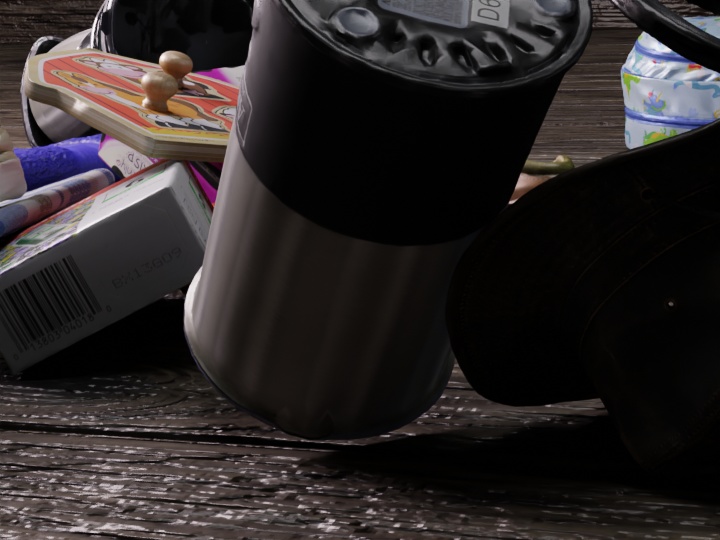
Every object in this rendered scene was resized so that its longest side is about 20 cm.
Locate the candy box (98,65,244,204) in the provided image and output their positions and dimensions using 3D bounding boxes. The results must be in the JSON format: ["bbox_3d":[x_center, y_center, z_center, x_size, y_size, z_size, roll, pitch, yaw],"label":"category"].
[{"bbox_3d":[-0.048,-0.075,1.049,0.200,0.061,0.136,-14,44,-41],"label":"candy box"}]

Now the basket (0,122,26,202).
[{"bbox_3d":[-0.312,-0.064,0.901,0.199,0.124,0.135,-15,8,29],"label":"basket"}]

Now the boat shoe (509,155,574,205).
[{"bbox_3d":[0.055,-0.036,0.798,0.072,0.068,0.200,-11,15,-27],"label":"boat shoe"}]

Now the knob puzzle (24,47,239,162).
[{"bbox_3d":[-0.103,-0.105,0.933,0.219,0.031,0.220,14,15,-4],"label":"knob puzzle"}]

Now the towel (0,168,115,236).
[{"bbox_3d":[-0.233,-0.018,0.939,0.146,0.024,0.200,-18,8,12],"label":"towel"}]

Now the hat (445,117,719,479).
[{"bbox_3d":[0.136,0.025,0.580,0.200,0.201,0.081,-6,55,-14],"label":"hat"}]

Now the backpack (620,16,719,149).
[{"bbox_3d":[0.295,-0.129,1.216,0.199,0.154,0.163,-11,13,30],"label":"backpack"}]

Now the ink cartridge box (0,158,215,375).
[{"bbox_3d":[-0.130,-0.015,0.842,0.109,0.050,0.200,-27,12,2],"label":"ink cartridge box"}]

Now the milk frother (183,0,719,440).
[{"bbox_3d":[0.052,-0.039,0.625,0.199,0.188,0.181,25,46,7],"label":"milk frother"}]

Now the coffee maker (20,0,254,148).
[{"bbox_3d":[-0.155,-0.162,1.316,0.192,0.135,0.200,-19,1,-34],"label":"coffee maker"}]

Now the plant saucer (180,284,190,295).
[{"bbox_3d":[0.000,0.000,0.881,0.199,0.032,0.200,-3,12,1],"label":"plant saucer"}]

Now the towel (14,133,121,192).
[{"bbox_3d":[-0.239,-0.067,1.130,0.147,0.050,0.200,-14,1,43],"label":"towel"}]
